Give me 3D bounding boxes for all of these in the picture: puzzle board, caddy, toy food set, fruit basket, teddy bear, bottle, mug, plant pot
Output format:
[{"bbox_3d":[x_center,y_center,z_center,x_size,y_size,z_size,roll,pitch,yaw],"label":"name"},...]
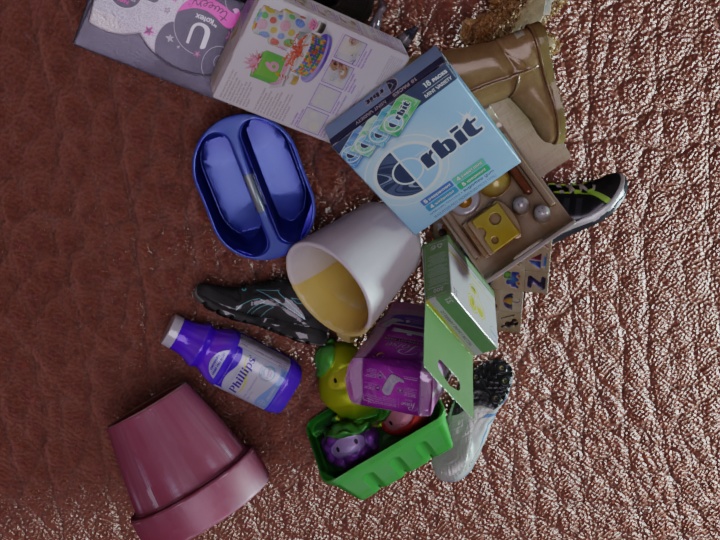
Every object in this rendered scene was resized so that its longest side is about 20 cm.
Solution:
[{"bbox_3d":[0.172,-0.166,1.503,0.200,0.017,0.151,-32,109,5],"label":"puzzle board"},{"bbox_3d":[-0.141,-0.114,1.436,0.141,0.105,0.201,-20,109,1],"label":"caddy"},{"bbox_3d":[0.172,-0.102,1.449,0.143,0.060,0.200,-35,79,5],"label":"toy food set"},{"bbox_3d":[0.010,0.198,1.543,0.215,0.156,0.216,-8,124,-12],"label":"fruit basket"},{"bbox_3d":[0.217,-0.351,1.429,0.145,0.067,0.201,21,102,-28],"label":"teddy bear"},{"bbox_3d":[-0.184,0.127,1.530,0.199,0.065,0.084,29,104,-14],"label":"bottle"},{"bbox_3d":[-0.004,-0.008,1.472,0.149,0.187,0.153,47,57,1],"label":"mug"},{"bbox_3d":[-0.255,0.264,1.513,0.199,0.200,0.179,-30,93,4],"label":"plant pot"}]

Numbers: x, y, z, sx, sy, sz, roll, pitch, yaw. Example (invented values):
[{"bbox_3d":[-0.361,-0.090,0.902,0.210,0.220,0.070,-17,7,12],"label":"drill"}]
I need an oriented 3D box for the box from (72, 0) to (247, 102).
[{"bbox_3d":[-0.239,-0.313,1.357,0.199,0.115,0.133,20,105,-13],"label":"box"}]

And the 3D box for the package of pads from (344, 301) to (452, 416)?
[{"bbox_3d":[0.067,0.115,1.472,0.120,0.200,0.076,8,115,17],"label":"package of pads"}]

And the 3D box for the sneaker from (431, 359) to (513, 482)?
[{"bbox_3d":[0.165,0.221,1.608,0.072,0.072,0.201,28,91,12],"label":"sneaker"}]

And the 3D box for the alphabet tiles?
[{"bbox_3d":[0.183,-0.006,1.523,0.166,0.008,0.201,6,116,12],"label":"alphabet tiles"}]

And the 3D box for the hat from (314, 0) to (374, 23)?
[{"bbox_3d":[-0.081,-0.367,1.365,0.200,0.081,0.202,10,71,-29],"label":"hat"}]

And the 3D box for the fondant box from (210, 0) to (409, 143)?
[{"bbox_3d":[-0.062,-0.245,1.310,0.199,0.058,0.145,18,120,-24],"label":"fondant box"}]

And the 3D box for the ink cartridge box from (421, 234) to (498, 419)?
[{"bbox_3d":[0.133,0.073,1.433,0.048,0.201,0.146,-21,135,23],"label":"ink cartridge box"}]

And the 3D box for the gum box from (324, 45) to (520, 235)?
[{"bbox_3d":[0.080,-0.157,1.351,0.170,0.045,0.200,-35,133,14],"label":"gum box"}]

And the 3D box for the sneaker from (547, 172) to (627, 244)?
[{"bbox_3d":[0.276,-0.093,1.507,0.199,0.072,0.083,-30,110,4],"label":"sneaker"}]

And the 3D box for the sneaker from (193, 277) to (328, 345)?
[{"bbox_3d":[-0.134,0.044,1.518,0.199,0.075,0.080,18,85,-13],"label":"sneaker"}]

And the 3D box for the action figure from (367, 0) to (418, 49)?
[{"bbox_3d":[-0.020,-0.265,1.407,0.193,0.105,0.200,-44,108,-1],"label":"action figure"}]

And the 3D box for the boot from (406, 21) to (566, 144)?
[{"bbox_3d":[0.154,-0.218,1.400,0.199,0.066,0.176,-19,114,-1],"label":"boot"}]
